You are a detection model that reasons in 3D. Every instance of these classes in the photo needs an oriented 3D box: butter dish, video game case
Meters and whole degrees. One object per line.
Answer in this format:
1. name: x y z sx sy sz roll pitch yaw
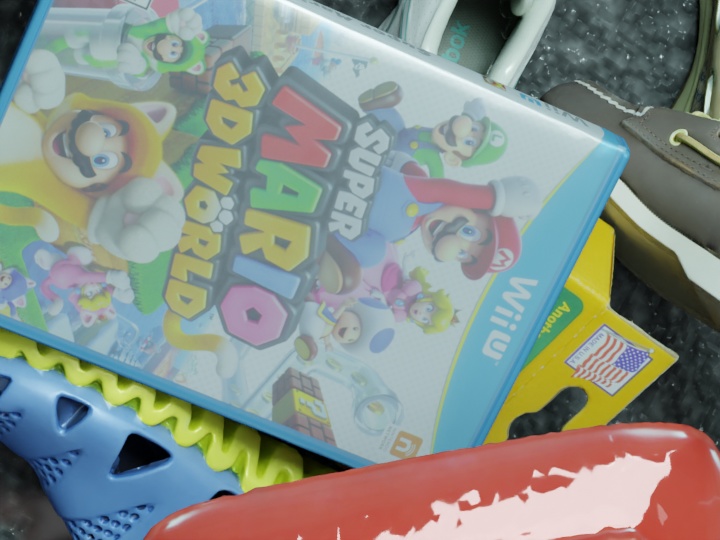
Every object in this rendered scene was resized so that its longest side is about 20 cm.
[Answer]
1. butter dish: 0.030 0.155 0.882 0.198 0.148 0.202 -10 95 -6
2. video game case: -0.029 -0.018 0.862 0.199 0.018 0.144 22 108 -12

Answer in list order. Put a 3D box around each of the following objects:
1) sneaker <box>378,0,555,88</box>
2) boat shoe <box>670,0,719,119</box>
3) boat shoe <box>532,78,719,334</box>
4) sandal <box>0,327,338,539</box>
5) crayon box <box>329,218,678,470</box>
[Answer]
1. sneaker: 0.053 -0.128 0.959 0.070 0.080 0.202 14 86 -16
2. boat shoe: 0.166 -0.089 1.004 0.073 0.063 0.201 17 86 -17
3. boat shoe: 0.125 -0.022 0.928 0.059 0.200 0.072 -39 128 -4
4. sandal: -0.075 0.084 0.927 0.199 0.079 0.087 31 86 -15
5. crayon box: 0.000 0.000 0.925 0.199 0.052 0.126 35 122 -15
